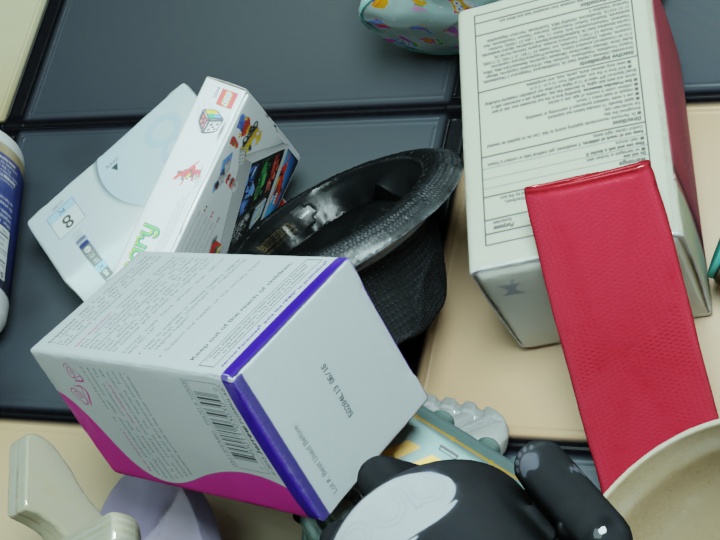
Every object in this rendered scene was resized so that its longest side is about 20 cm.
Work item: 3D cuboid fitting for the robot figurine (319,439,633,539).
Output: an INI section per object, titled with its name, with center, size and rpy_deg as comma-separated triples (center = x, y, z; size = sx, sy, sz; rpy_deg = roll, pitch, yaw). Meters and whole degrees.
[robot figurine]
center = 0.057, 0.170, 0.748
size = 0.125, 0.150, 0.200
rpy_deg = -19, 34, -18

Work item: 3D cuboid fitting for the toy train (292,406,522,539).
[toy train]
center = 0.052, 0.145, 0.896
size = 0.200, 0.085, 0.114
rpy_deg = 31, 71, 11

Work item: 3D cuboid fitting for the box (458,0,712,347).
[box]
center = 0.139, -0.070, 0.987
size = 0.128, 0.109, 0.200
rpy_deg = -11, 59, 18

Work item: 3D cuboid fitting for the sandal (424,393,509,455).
[sandal]
center = -0.006, 0.103, 0.994
size = 0.202, 0.082, 0.050
rpy_deg = 10, 111, 28

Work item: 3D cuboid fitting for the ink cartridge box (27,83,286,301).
[ink cartridge box]
center = -0.133, -0.021, 1.132
size = 0.160, 0.047, 0.200
rpy_deg = -41, 52, 0

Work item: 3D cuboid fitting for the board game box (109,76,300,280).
[board game box]
center = -0.110, -0.014, 1.043
size = 0.035, 0.126, 0.200
rpy_deg = 21, 80, 19

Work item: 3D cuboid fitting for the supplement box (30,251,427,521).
[supplement box]
center = -0.078, 0.058, 0.883
size = 0.200, 0.101, 0.103
rpy_deg = 2, 40, 47

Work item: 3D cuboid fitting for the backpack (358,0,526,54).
[backpack]
center = 0.090, -0.218, 1.072
size = 0.200, 0.167, 0.127
rpy_deg = 1, 68, 34

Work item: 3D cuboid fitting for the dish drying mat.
[dish drying mat]
center = 0.153, 0.040, 0.893
size = 0.077, 0.200, 0.018
rpy_deg = -13, 14, 17

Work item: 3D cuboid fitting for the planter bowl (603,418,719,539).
[planter bowl]
center = 0.213, 0.187, 0.774
size = 0.200, 0.135, 0.200
rpy_deg = -27, 48, 33

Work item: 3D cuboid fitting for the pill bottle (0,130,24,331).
[pill bottle]
center = -0.315, -0.006, 1.174
size = 0.111, 0.111, 0.200
rpy_deg = -12, 58, 20

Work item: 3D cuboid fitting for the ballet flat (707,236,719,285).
[ballet flat]
center = 0.266, -0.071, 0.963
size = 0.067, 0.067, 0.200
rpy_deg = 15, 72, 9

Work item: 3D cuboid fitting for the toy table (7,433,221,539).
[toy table]
center = -0.162, 0.201, 0.955
size = 0.184, 0.117, 0.200
rpy_deg = -41, 46, 26

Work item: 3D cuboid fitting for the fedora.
[fedora]
center = 0.000, 0.000, 1.000
size = 0.200, 0.092, 0.201
rpy_deg = -27, 16, 8
